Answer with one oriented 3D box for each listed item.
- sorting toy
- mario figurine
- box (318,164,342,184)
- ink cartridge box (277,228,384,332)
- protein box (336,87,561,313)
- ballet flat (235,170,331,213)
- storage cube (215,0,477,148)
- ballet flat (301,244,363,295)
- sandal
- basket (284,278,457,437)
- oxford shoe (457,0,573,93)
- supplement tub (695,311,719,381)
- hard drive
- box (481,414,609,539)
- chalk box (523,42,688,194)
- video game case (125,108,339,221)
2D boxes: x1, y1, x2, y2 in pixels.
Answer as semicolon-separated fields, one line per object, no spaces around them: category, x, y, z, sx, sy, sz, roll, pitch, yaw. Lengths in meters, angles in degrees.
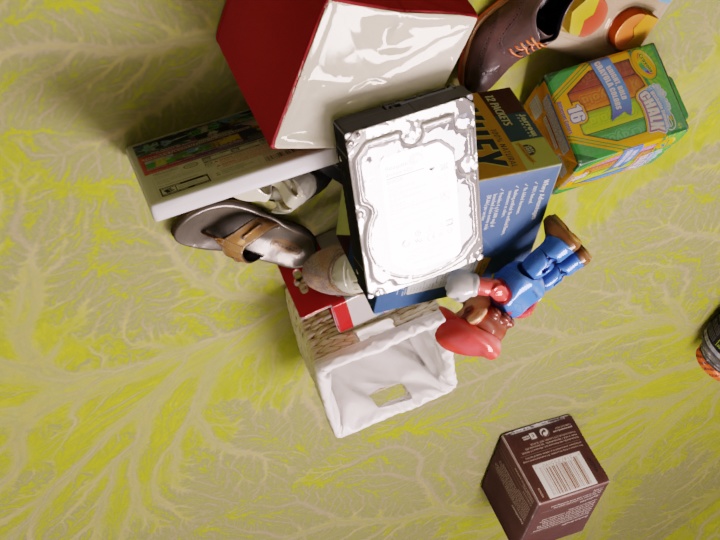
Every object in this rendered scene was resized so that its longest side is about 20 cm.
sorting toy;0.313;-0.332;1.294;0.184;0.037;0.200;5;133;-37
mario figurine;0.161;0.014;1.250;0.200;0.106;0.124;-41;108;5
box;0.029;-0.162;1.285;0.141;0.079;0.200;-37;143;19
ink cartridge box;0.000;0.000;1.433;0.199;0.117;0.067;-23;144;-5
protein box;0.094;-0.080;1.248;0.199;0.135;0.199;-12;142;-19
ballet flat;-0.109;-0.102;1.278;0.199;0.069;0.068;4;134;-36
storage cube;-0.020;-0.239;1.073;0.170;0.180;0.201;-2;136;-31
ballet flat;0.025;0.000;1.341;0.198;0.069;0.067;-2;-175;-1
sandal;-0.137;-0.035;1.344;0.199;0.055;0.082;19;121;-34
basket;0.014;0.100;1.527;0.197;0.161;0.201;-22;143;-8
oxford shoe;0.182;-0.275;1.248;0.071;0.073;0.200;4;134;-37
supplement tub;0.730;0.115;2.039;0.122;0.123;0.201;0;137;-32
hard drive;0.053;-0.077;1.089;0.139;0.038;0.201;-18;127;-14
box;0.363;0.425;2.148;0.165;0.165;0.201;-13;142;-21
chalk box;0.324;-0.196;1.364;0.199;0.126;0.124;-19;169;-11
video game case;-0.140;-0.123;1.143;0.199;0.182;0.023;-20;120;-11
